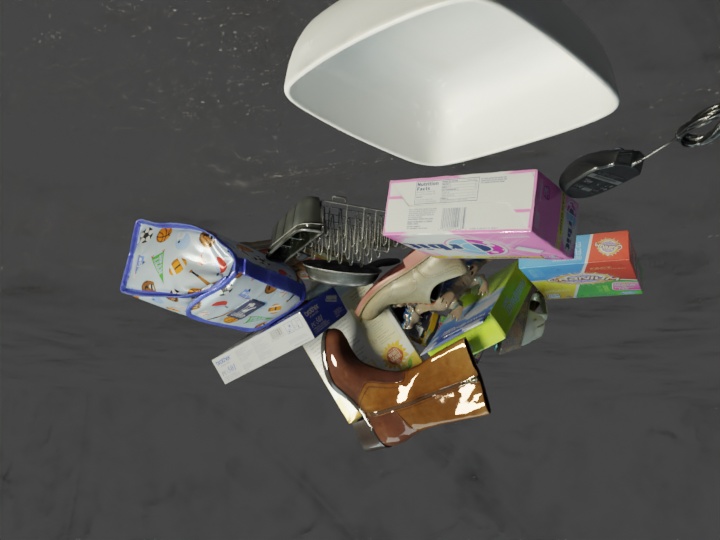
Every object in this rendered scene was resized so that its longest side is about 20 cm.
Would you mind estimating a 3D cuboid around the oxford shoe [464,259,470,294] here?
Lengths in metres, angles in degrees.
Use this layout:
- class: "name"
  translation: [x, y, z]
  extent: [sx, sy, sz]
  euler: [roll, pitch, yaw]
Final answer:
- class: "oxford shoe"
  translation: [0.120, 0.028, 1.289]
  extent: [0.073, 0.059, 0.200]
  euler: [3, 168, -19]

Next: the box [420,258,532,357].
- class: "box"
  translation: [0.172, 0.066, 1.165]
  extent: [0.121, 0.048, 0.200]
  euler: [-34, -173, 35]

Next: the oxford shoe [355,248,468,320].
- class: "oxford shoe"
  translation: [0.065, 0.026, 1.094]
  extent: [0.200, 0.075, 0.070]
  euler: [-42, 179, 44]

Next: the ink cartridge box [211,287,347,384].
- class: "ink cartridge box"
  translation: [-0.118, 0.095, 1.165]
  extent: [0.198, 0.045, 0.094]
  euler: [-29, -176, 36]

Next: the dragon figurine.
- class: "dragon figurine"
  translation: [0.132, 0.010, 1.157]
  extent: [0.059, 0.200, 0.099]
  euler: [49, 172, -32]

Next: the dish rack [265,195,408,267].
- class: "dish rack"
  translation: [-0.011, -0.044, 1.043]
  extent: [0.196, 0.056, 0.153]
  euler: [8, 165, -22]

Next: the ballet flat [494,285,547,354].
- class: "ballet flat"
  translation: [0.254, 0.070, 1.247]
  extent: [0.066, 0.069, 0.201]
  euler: [14, -148, 12]

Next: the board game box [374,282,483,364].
- class: "board game box"
  translation: [0.086, 0.077, 1.316]
  extent: [0.198, 0.058, 0.164]
  euler: [25, -177, 43]

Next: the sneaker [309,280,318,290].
- class: "sneaker"
  translation: [-0.015, 0.075, 1.426]
  extent: [0.074, 0.087, 0.198]
  euler: [-12, 160, 44]

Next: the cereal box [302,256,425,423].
- class: "cereal box"
  translation: [-0.009, 0.102, 1.204]
  extent: [0.143, 0.202, 0.039]
  euler: [-35, 164, 8]

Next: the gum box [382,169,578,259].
- class: "gum box"
  translation: [0.129, -0.057, 0.905]
  extent: [0.197, 0.068, 0.113]
  euler: [1, 167, 38]

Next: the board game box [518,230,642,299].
- class: "board game box"
  translation: [0.323, -0.004, 1.172]
  extent: [0.150, 0.041, 0.199]
  euler: [-5, 164, 24]

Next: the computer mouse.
- class: "computer mouse"
  translation: [0.272, -0.120, 0.780]
  extent: [0.058, 0.035, 0.198]
  euler: [10, 156, -36]

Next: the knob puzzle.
- class: "knob puzzle"
  translation: [-0.122, -0.004, 1.251]
  extent: [0.214, 0.031, 0.220]
  euler: [2, 166, 0]

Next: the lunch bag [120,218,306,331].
- class: "lunch bag"
  translation: [-0.194, 0.012, 1.096]
  extent: [0.196, 0.127, 0.169]
  euler: [3, 169, 31]

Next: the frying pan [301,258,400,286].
- class: "frying pan"
  translation: [-0.016, -0.002, 1.158]
  extent: [0.112, 0.032, 0.190]
  euler: [9, -173, 14]

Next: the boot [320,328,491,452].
- class: "boot"
  translation: [0.057, 0.137, 1.096]
  extent: [0.197, 0.192, 0.068]
  euler: [-25, 176, 25]

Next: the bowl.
- class: "bowl"
  translation: [0.063, -0.154, 0.580]
  extent: [0.197, 0.077, 0.198]
  euler: [-13, 160, 43]
